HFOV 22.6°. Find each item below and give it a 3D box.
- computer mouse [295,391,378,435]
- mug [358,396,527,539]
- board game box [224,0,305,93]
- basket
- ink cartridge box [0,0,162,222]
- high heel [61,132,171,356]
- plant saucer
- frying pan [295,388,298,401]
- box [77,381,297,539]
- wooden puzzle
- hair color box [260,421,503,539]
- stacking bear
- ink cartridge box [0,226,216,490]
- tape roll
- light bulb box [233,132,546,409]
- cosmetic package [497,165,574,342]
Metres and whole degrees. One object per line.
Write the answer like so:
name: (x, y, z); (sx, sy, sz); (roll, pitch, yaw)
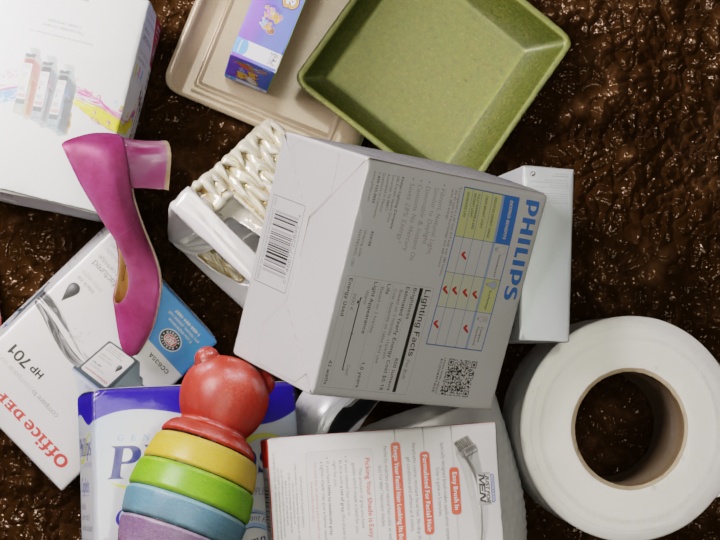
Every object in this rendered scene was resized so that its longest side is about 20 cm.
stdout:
computer mouse: (-0.001, 0.093, 1.660); (0.200, 0.109, 0.044); (-48, 124, -23)
mug: (0.057, 0.223, 1.670); (0.199, 0.147, 0.177); (-17, 90, 25)
board game box: (-0.065, -0.270, 1.648); (0.044, 0.134, 0.201); (22, 86, -6)
basket: (-0.088, -0.043, 1.642); (0.135, 0.200, 0.123); (43, 80, 0)
ink cartridge box: (-0.278, -0.156, 1.661); (0.143, 0.145, 0.202); (14, 87, -2)
high heel: (-0.221, -0.021, 1.575); (0.095, 0.067, 0.202); (0, 113, -23)
plant saucer: (0.066, -0.198, 1.711); (0.199, 0.048, 0.200); (37, 83, -12)
frying pan: (-0.049, 0.207, 1.693); (0.031, 0.191, 0.116); (4, 129, -20)
box: (-0.152, 0.202, 1.590); (0.182, 0.105, 0.202); (-1, 83, -14)
wooden puzzle: (-0.065, -0.222, 1.732); (0.199, 0.037, 0.186); (23, 86, -6)
hair color box: (0.018, 0.192, 1.542); (0.198, 0.064, 0.112); (-3, 85, -8)
stacking bear: (-0.134, 0.167, 1.493); (0.121, 0.114, 0.202); (21, 74, -10)
ink cartridge box: (-0.254, 0.079, 1.672); (0.200, 0.086, 0.147); (-44, 101, -5)
tape roll: (0.237, 0.144, 1.674); (0.201, 0.139, 0.205); (0, 87, -2)
light bulb box: (0.025, 0.002, 1.518); (0.199, 0.124, 0.200); (9, 99, -39)
cosmetic package: (0.145, -0.009, 1.645); (0.051, 0.200, 0.152); (4, 87, -9)
